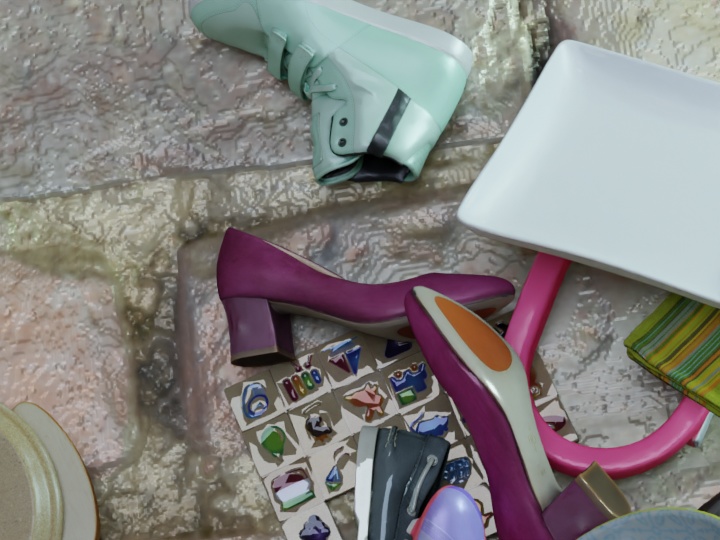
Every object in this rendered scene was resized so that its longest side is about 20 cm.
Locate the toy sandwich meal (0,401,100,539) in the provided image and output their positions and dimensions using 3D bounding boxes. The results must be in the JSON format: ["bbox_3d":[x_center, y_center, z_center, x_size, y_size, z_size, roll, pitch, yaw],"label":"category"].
[{"bbox_3d":[-0.271,0.165,1.790,0.205,0.070,0.205,-3,74,12],"label":"toy sandwich meal"}]

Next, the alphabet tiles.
[{"bbox_3d":[0.032,0.109,1.789,0.200,0.008,0.167,-24,69,0],"label":"alphabet tiles"}]

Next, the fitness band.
[{"bbox_3d":[0.170,0.041,1.770,0.144,0.037,0.200,19,72,13],"label":"fitness band"}]

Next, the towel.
[{"bbox_3d":[0.256,0.062,1.683,0.086,0.018,0.200,-48,48,-9],"label":"towel"}]

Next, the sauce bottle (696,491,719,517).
[{"bbox_3d":[0.249,0.155,1.693,0.200,0.066,0.066,-42,69,11],"label":"sauce bottle"}]

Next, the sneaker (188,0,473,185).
[{"bbox_3d":[-0.037,-0.124,1.840,0.200,0.074,0.118,16,68,12],"label":"sneaker"}]

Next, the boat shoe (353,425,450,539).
[{"bbox_3d":[0.025,0.197,1.721,0.062,0.073,0.200,1,79,3],"label":"boat shoe"}]

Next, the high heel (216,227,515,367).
[{"bbox_3d":[0.000,0.000,1.791,0.200,0.067,0.096,-9,74,12],"label":"high heel"}]

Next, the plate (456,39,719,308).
[{"bbox_3d":[0.187,-0.057,1.771,0.200,0.032,0.200,17,46,16],"label":"plate"}]

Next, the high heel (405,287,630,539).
[{"bbox_3d":[0.073,0.108,1.711,0.096,0.067,0.200,-44,75,27],"label":"high heel"}]

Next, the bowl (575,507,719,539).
[{"bbox_3d":[0.184,0.252,1.619,0.200,0.108,0.200,-25,43,26],"label":"bowl"}]

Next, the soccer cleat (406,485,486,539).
[{"bbox_3d":[0.065,0.233,1.679,0.076,0.067,0.200,9,97,36],"label":"soccer cleat"}]
